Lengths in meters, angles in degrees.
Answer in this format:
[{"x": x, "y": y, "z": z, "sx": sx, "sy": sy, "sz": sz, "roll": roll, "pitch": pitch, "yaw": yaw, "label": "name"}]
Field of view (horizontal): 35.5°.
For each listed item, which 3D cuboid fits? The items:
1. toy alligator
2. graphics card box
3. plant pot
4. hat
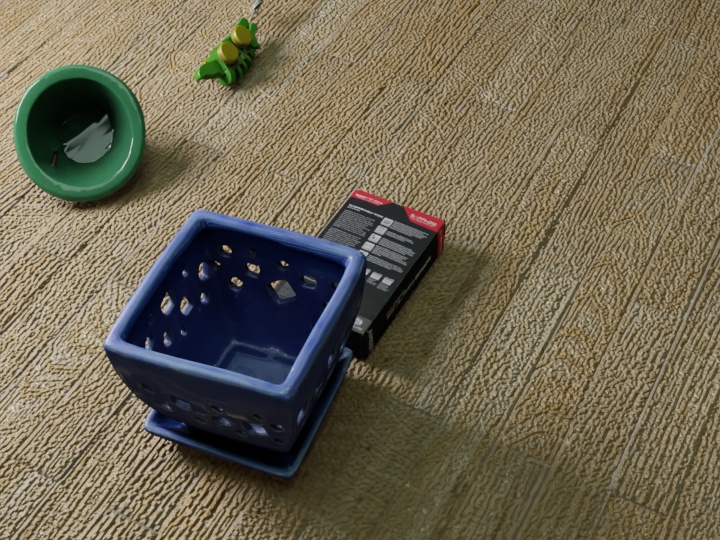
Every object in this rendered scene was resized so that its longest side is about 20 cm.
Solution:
[{"x": -0.169, "y": -0.316, "z": 1.598, "sx": 0.054, "sy": 0.059, "sz": 0.200, "roll": 43, "pitch": 49, "yaw": -16, "label": "toy alligator"}, {"x": 0.000, "y": 0.000, "z": 1.298, "sx": 0.125, "sy": 0.051, "sz": 0.200, "roll": 21, "pitch": 51, "yaw": 20, "label": "graphics card box"}, {"x": -0.114, "y": 0.084, "z": 1.137, "sx": 0.199, "sy": 0.180, "sz": 0.200, "roll": 15, "pitch": 49, "yaw": 15, "label": "plant pot"}, {"x": -0.365, "y": -0.177, "z": 1.498, "sx": 0.165, "sy": 0.176, "sz": 0.201, "roll": -8, "pitch": 85, "yaw": -8, "label": "hat"}]
